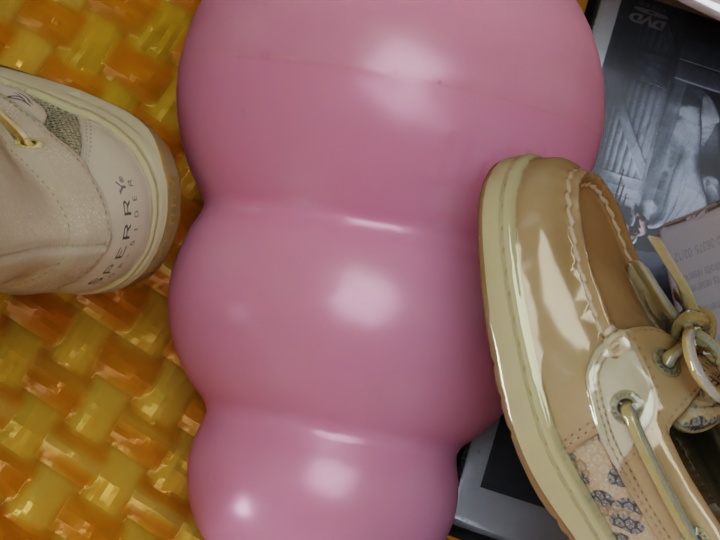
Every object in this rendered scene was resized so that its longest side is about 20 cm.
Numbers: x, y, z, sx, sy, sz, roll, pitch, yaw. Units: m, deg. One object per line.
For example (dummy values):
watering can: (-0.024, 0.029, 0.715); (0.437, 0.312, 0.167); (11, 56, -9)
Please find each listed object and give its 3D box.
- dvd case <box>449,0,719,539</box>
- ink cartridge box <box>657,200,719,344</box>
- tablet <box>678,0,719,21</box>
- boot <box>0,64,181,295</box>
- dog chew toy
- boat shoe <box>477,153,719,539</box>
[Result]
dvd case: (0.121, 0.006, 0.891); (0.150, 0.025, 0.201); (18, 77, -4)
ink cartridge box: (0.196, 0.068, 0.846); (0.198, 0.043, 0.201); (-8, 84, -29)
tablet: (0.172, -0.092, 0.883); (0.200, 0.014, 0.130); (26, 45, 1)
boot: (-0.166, -0.032, 0.775); (0.199, 0.155, 0.072); (16, 103, 18)
dog chew toy: (0.000, 0.000, 0.831); (0.124, 0.125, 0.201); (10, 86, -5)
boat shoe: (0.089, 0.058, 0.766); (0.063, 0.073, 0.201); (-21, 94, 25)
